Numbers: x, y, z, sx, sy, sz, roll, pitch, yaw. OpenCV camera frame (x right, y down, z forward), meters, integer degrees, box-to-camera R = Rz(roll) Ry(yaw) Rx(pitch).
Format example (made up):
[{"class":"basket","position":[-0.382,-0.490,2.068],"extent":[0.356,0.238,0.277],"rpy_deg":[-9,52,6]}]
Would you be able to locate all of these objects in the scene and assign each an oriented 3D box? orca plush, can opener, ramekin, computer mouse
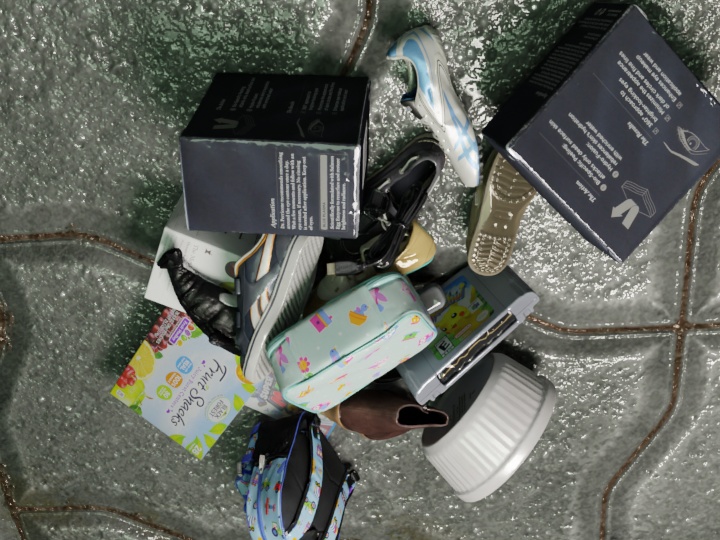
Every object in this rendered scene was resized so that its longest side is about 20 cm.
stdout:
[{"class":"orca plush","position":[-0.169,0.056,1.131],"extent":[0.104,0.072,0.201],"rpy_deg":[-27,115,19]},{"class":"can opener","position":[0.028,0.086,1.205],"extent":[0.198,0.053,0.067],"rpy_deg":[-35,92,8]},{"class":"ramekin","position":[0.166,0.203,1.251],"extent":[0.094,0.203,0.203],"rpy_deg":[39,116,-5]},{"class":"computer mouse","position":[-0.015,-0.044,1.125],"extent":[0.197,0.142,0.046],"rpy_deg":[4,144,37]}]

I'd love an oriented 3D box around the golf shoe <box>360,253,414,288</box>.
[{"class":"golf shoe","position":[-0.008,0.069,1.254],"extent":[0.097,0.079,0.200],"rpy_deg":[35,117,-23]}]

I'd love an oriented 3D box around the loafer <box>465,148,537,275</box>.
[{"class":"loafer","position":[0.174,-0.097,1.148],"extent":[0.074,0.068,0.203],"rpy_deg":[17,104,-18]}]

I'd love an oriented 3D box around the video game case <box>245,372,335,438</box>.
[{"class":"video game case","position":[-0.108,0.157,1.343],"extent":[0.197,0.018,0.144],"rpy_deg":[25,119,-9]}]

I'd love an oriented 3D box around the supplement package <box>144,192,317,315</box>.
[{"class":"supplement package","position":[-0.163,-0.002,1.203],"extent":[0.196,0.110,0.115],"rpy_deg":[20,120,-7]}]

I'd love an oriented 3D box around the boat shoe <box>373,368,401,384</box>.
[{"class":"boat shoe","position":[0.087,0.109,1.269],"extent":[0.198,0.071,0.072],"rpy_deg":[-30,114,20]}]

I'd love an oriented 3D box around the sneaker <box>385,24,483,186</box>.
[{"class":"sneaker","position":[0.091,-0.187,1.096],"extent":[0.071,0.072,0.203],"rpy_deg":[-26,109,2]}]

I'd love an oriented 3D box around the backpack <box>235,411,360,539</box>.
[{"class":"backpack","position":[-0.099,0.333,1.328],"extent":[0.132,0.202,0.184],"rpy_deg":[-14,127,23]}]

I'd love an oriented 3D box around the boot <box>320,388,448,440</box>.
[{"class":"boot","position":[0.056,0.200,1.246],"extent":[0.164,0.074,0.198],"rpy_deg":[0,170,45]}]

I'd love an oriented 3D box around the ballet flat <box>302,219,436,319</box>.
[{"class":"ballet flat","position":[0.000,0.000,1.156],"extent":[0.198,0.069,0.063],"rpy_deg":[-33,128,2]}]

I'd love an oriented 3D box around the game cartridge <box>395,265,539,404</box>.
[{"class":"game cartridge","position":[0.125,0.069,1.192],"extent":[0.199,0.134,0.041],"rpy_deg":[-42,118,3]}]

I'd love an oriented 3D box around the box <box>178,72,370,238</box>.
[{"class":"box","position":[-0.090,-0.138,1.070],"extent":[0.195,0.198,0.120],"rpy_deg":[3,122,3]}]

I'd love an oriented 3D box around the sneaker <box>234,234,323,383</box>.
[{"class":"sneaker","position":[-0.112,0.030,1.103],"extent":[0.078,0.078,0.203],"rpy_deg":[26,102,20]}]

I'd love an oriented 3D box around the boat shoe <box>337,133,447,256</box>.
[{"class":"boat shoe","position":[0.034,-0.086,1.166],"extent":[0.072,0.063,0.200],"rpy_deg":[37,116,-15]}]

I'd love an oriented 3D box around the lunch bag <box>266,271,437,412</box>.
[{"class":"lunch bag","position":[-0.011,0.089,1.106],"extent":[0.198,0.160,0.078],"rpy_deg":[-32,69,8]}]

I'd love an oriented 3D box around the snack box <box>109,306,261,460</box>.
[{"class":"snack box","position":[-0.233,0.143,1.302],"extent":[0.168,0.068,0.201],"rpy_deg":[37,120,-5]}]

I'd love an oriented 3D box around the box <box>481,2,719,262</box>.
[{"class":"box","position":[0.278,-0.157,1.039],"extent":[0.196,0.118,0.200],"rpy_deg":[41,97,-18]}]
